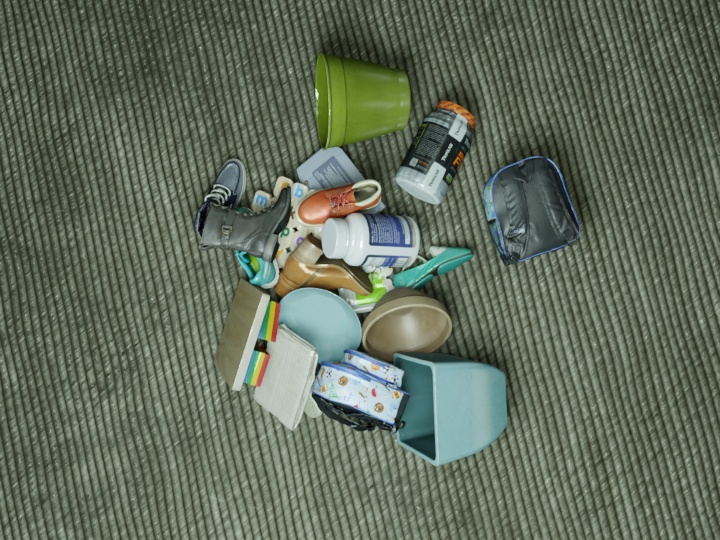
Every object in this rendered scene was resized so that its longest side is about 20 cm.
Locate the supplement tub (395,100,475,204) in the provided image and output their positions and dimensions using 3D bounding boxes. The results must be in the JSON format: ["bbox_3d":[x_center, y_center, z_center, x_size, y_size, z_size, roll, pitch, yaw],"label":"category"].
[{"bbox_3d":[0.170,-0.262,1.408,0.121,0.123,0.203,27,88,3],"label":"supplement tub"}]

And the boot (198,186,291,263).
[{"bbox_3d":[-0.244,-0.116,1.358,0.170,0.070,0.204,16,62,2],"label":"boot"}]

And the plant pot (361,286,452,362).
[{"bbox_3d":[0.094,0.104,1.378,0.196,0.203,0.094,-12,48,0],"label":"plant pot"}]

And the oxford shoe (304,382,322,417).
[{"bbox_3d":[-0.138,0.233,1.416,0.201,0.057,0.075,53,133,11],"label":"oxford shoe"}]

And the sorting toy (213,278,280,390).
[{"bbox_3d":[-0.236,0.136,1.362,0.068,0.199,0.203,18,91,-25],"label":"sorting toy"}]

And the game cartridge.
[{"bbox_3d":[-0.052,-0.180,1.442,0.132,0.041,0.202,-36,81,-6],"label":"game cartridge"}]

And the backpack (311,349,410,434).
[{"bbox_3d":[-0.005,0.249,1.328,0.186,0.200,0.158,17,73,-14],"label":"backpack"}]

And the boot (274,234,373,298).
[{"bbox_3d":[-0.084,0.035,1.402,0.198,0.077,0.156,31,114,-14],"label":"boot"}]

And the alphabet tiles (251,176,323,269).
[{"bbox_3d":[-0.163,-0.100,1.434,0.196,0.015,0.200,23,101,12],"label":"alphabet tiles"}]

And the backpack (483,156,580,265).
[{"bbox_3d":[0.358,-0.132,1.383,0.179,0.147,0.205,-17,91,-1],"label":"backpack"}]

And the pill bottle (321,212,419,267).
[{"bbox_3d":[0.020,-0.066,1.365,0.196,0.110,0.114,2,85,-28],"label":"pill bottle"}]

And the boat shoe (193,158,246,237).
[{"bbox_3d":[-0.313,-0.160,1.424,0.073,0.093,0.205,16,87,2],"label":"boat shoe"}]

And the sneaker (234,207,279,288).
[{"bbox_3d":[-0.241,-0.055,1.400,0.077,0.079,0.203,-36,69,25],"label":"sneaker"}]

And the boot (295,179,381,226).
[{"bbox_3d":[-0.046,-0.149,1.353,0.196,0.107,0.077,-19,92,-5],"label":"boot"}]

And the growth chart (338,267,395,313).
[{"bbox_3d":[0.000,0.000,1.443,0.141,0.018,0.205,-18,84,0],"label":"growth chart"}]

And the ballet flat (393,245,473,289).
[{"bbox_3d":[0.157,-0.014,1.422,0.197,0.068,0.071,-31,72,-3],"label":"ballet flat"}]

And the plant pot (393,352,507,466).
[{"bbox_3d":[0.198,0.274,1.336,0.195,0.196,0.201,-2,90,-21],"label":"plant pot"}]

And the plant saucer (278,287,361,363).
[{"bbox_3d":[-0.089,0.114,1.395,0.196,0.039,0.205,7,124,11],"label":"plant saucer"}]

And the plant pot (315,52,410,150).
[{"bbox_3d":[0.007,-0.373,1.396,0.188,0.200,0.206,-4,86,-11],"label":"plant pot"}]

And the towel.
[{"bbox_3d":[-0.163,0.228,1.374,0.131,0.034,0.204,31,113,29],"label":"towel"}]
